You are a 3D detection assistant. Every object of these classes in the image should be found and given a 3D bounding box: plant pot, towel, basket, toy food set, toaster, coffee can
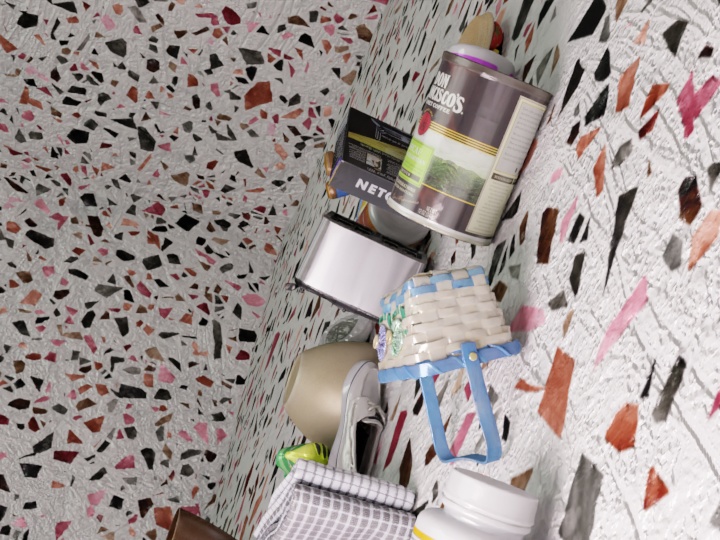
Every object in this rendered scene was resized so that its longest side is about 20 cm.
[{"bbox_3d":[-0.333,0.640,2.073,0.187,0.198,0.189,-161,90,-79],"label":"plant pot"},{"bbox_3d":[-0.039,0.331,1.176,0.086,0.164,0.201,-90,21,-47],"label":"towel"},{"bbox_3d":[0.092,0.106,1.012,0.176,0.137,0.203,139,115,-71],"label":"basket"},{"bbox_3d":[0.178,-0.321,1.544,0.200,0.048,0.200,179,110,-79],"label":"toy food set"},{"bbox_3d":[-0.052,0.202,1.568,0.200,0.133,0.203,-161,90,-80],"label":"plant pot"},{"bbox_3d":[0.000,0.000,1.439,0.200,0.179,0.120,-54,-13,-81],"label":"toaster"},{"bbox_3d":[0.135,-0.152,1.183,0.147,0.145,0.202,-109,39,-74],"label":"coffee can"}]

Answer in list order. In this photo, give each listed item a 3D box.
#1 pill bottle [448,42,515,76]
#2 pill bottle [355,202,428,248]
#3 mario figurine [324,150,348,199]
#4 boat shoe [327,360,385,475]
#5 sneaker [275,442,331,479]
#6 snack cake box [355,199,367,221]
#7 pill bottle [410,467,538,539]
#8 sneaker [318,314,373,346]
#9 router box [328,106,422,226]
[{"bbox_3d":[0.144,-0.215,1.367,0.104,0.103,0.202,-148,77,-80],"label":"pill bottle"},{"bbox_3d":[0.038,-0.055,1.619,0.200,0.111,0.113,126,161,-57],"label":"pill bottle"},{"bbox_3d":[0.036,-0.172,1.625,0.124,0.197,0.107,99,164,-62],"label":"mario figurine"},{"bbox_3d":[0.005,0.226,1.415,0.065,0.072,0.202,-15,45,42],"label":"boat shoe"},{"bbox_3d":[-0.070,0.308,1.447,0.201,0.082,0.075,61,-143,-53],"label":"sneaker"},{"bbox_3d":[0.035,-0.104,1.857,0.115,0.066,0.202,122,163,-54],"label":"snack cake box"},{"bbox_3d":[0.082,0.273,0.782,0.109,0.108,0.202,173,116,-79],"label":"pill bottle"},{"bbox_3d":[-0.038,0.169,1.716,0.200,0.100,0.078,-49,35,-13],"label":"sneaker"},{"bbox_3d":[0.056,-0.155,1.460,0.158,0.198,0.052,-82,19,-51],"label":"router box"}]
